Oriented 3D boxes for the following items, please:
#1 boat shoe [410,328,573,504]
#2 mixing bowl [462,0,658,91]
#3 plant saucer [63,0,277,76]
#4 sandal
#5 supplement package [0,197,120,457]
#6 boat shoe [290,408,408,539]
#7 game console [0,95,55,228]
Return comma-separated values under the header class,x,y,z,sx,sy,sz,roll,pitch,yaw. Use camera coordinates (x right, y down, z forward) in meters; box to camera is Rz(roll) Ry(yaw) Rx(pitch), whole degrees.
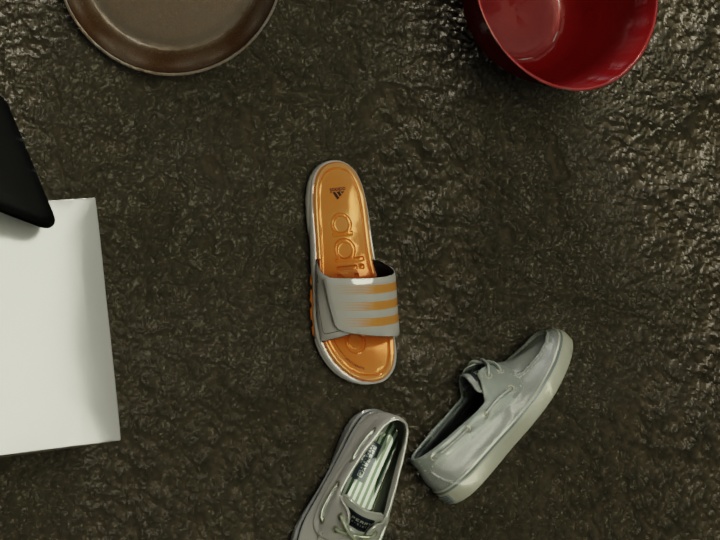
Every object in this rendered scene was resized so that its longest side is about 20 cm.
class,x,y,z,sx,sy,sz,roll,pitch,yaw
boat shoe,0.121,0.120,1.674,0.072,0.070,0.201,45,71,-17
mixing bowl,0.173,-0.261,1.719,0.198,0.108,0.202,2,84,-23
plant saucer,-0.165,-0.272,1.572,0.198,0.032,0.202,-1,104,-3
sandal,-0.008,0.001,1.635,0.078,0.059,0.209,-10,88,-24
supplement package,-0.292,0.050,1.474,0.154,0.111,0.202,-5,87,-24
boat shoe,-0.011,0.217,1.605,0.073,0.067,0.202,20,76,-20
game console,-0.363,-0.087,1.436,0.175,0.200,0.117,-28,134,-4
